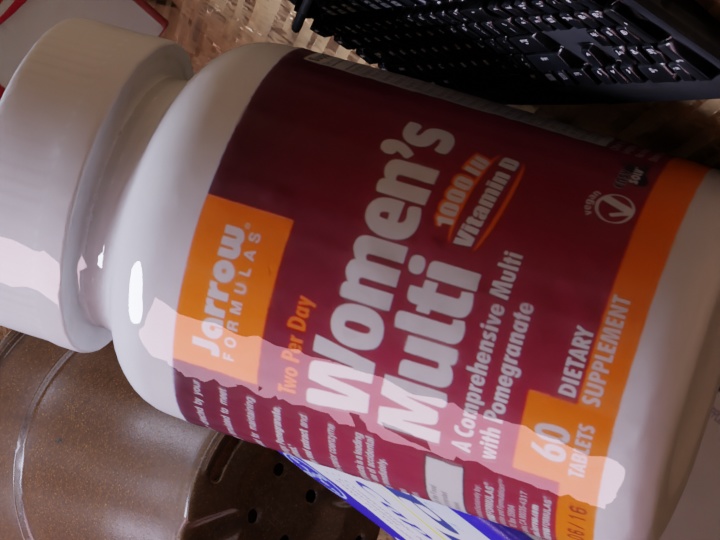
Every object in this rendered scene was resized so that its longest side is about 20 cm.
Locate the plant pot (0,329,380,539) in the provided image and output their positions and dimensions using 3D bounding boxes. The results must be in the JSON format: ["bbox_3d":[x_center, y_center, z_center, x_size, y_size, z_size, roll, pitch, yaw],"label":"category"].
[{"bbox_3d":[-0.104,0.121,1.538,0.198,0.201,0.200,10,155,49],"label":"plant pot"}]

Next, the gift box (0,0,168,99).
[{"bbox_3d":[-0.210,-0.084,0.920,0.200,0.185,0.187,34,174,-34],"label":"gift box"}]

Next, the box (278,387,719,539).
[{"bbox_3d":[0.085,0.073,0.907,0.184,0.105,0.200,37,169,-13],"label":"box"}]

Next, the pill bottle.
[{"bbox_3d":[0.000,0.000,0.712,0.200,0.110,0.110,17,166,13],"label":"pill bottle"}]

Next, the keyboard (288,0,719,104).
[{"bbox_3d":[0.018,-0.064,0.679,0.104,0.040,0.200,38,169,-17],"label":"keyboard"}]
